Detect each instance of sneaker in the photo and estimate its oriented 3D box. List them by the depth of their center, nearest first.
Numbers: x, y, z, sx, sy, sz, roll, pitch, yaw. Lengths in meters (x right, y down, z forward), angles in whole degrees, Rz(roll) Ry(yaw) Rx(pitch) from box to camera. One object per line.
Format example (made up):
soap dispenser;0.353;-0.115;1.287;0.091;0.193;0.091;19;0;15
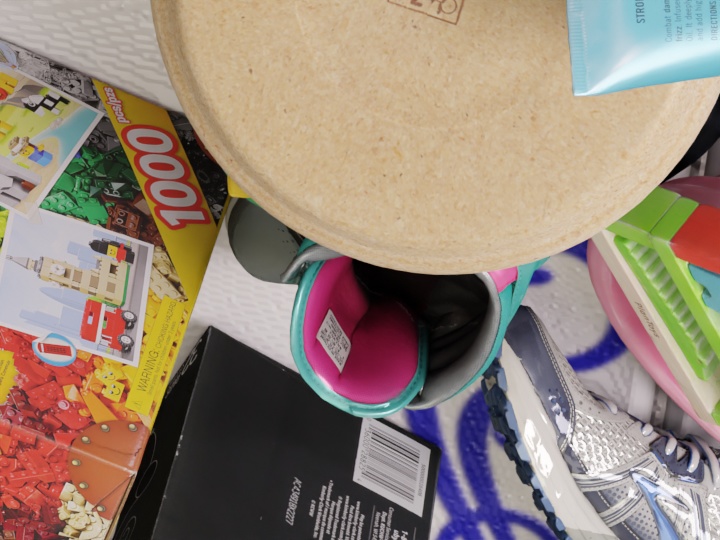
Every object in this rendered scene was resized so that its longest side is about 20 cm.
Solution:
sneaker;0.000;0.000;0.865;0.084;0.121;0.199;44;144;-20
sneaker;0.118;0.091;0.977;0.085;0.077;0.201;-32;104;-2

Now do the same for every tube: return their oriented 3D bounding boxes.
tube;0.151;-0.094;0.718;0.198;0.078;0.050;-3;171;-23

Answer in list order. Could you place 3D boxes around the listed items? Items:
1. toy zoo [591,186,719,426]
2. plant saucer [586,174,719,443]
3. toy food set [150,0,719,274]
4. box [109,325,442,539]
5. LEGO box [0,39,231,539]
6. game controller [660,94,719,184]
toy zoo;0.169;0.039;0.781;0.199;0.020;0.131;25;158;47
plant saucer;0.177;0.031;0.874;0.200;0.051;0.201;36;162;13
toy food set;0.024;-0.098;0.752;0.196;0.049;0.202;3;105;7
box;-0.070;0.157;1.006;0.124;0.149;0.200;29;126;-13
LEGO box;-0.140;0.007;0.877;0.148;0.201;0.077;22;128;-7
game controller;0.050;-0.099;0.871;0.104;0.042;0.200;-37;113;15
